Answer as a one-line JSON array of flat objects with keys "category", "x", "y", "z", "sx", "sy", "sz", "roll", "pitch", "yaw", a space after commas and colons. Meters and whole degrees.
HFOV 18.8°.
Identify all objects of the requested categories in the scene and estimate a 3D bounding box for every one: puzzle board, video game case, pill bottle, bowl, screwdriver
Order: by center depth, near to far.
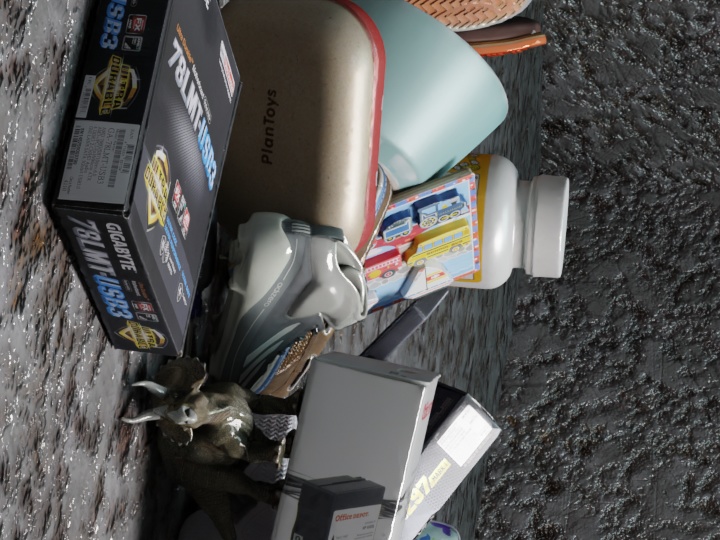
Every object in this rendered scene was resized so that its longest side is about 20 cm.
[{"category": "screwdriver", "x": -0.115, "y": 0.046, "z": 1.490, "sx": 0.029, "sy": 0.028, "sz": 0.201, "roll": -23, "pitch": 125, "yaw": -47}, {"category": "bowl", "x": 0.001, "y": -0.126, "z": 1.665, "sx": 0.105, "sy": 0.200, "sz": 0.201, "roll": -60, "pitch": 164, "yaw": -16}, {"category": "puzzle board", "x": 0.000, "y": 0.000, "z": 1.689, "sx": 0.151, "sy": 0.199, "sz": 0.017, "roll": 80, "pitch": -13, "yaw": -59}, {"category": "video game case", "x": -0.010, "y": 0.091, "z": 1.812, "sx": 0.200, "sy": 0.019, "sz": 0.143, "roll": -46, "pitch": 179, "yaw": 13}, {"category": "pill bottle", "x": 0.071, "y": -0.043, "z": 1.814, "sx": 0.113, "sy": 0.199, "sz": 0.114, "roll": 4, "pitch": 90, "yaw": -83}]

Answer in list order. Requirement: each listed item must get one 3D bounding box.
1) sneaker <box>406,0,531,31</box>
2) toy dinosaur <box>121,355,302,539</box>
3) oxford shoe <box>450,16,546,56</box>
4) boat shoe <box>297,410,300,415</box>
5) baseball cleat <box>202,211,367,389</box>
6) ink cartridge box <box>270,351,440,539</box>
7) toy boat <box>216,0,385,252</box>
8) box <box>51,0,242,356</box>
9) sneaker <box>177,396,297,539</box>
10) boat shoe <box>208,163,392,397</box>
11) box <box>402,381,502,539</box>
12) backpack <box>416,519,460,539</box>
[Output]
[{"category": "sneaker", "x": 0.044, "y": -0.246, "z": 1.774, "sx": 0.071, "sy": 0.199, "sz": 0.080, "roll": 123, "pitch": -39, "yaw": -56}, {"category": "toy dinosaur", "x": -0.097, "y": 0.114, "z": 1.459, "sx": 0.200, "sy": 0.102, "sz": 0.077, "roll": 97, "pitch": 8, "yaw": -62}, {"category": "oxford shoe", "x": 0.059, "y": -0.217, "z": 1.837, "sx": 0.071, "sy": 0.199, "sz": 0.073, "roll": -42, "pitch": 136, "yaw": -84}, {"category": "boat shoe", "x": -0.036, "y": 0.153, "z": 1.936, "sx": 0.201, "sy": 0.071, "sz": 0.066, "roll": -72, "pitch": 161, "yaw": -73}, {"category": "baseball cleat", "x": -0.053, "y": 0.039, "z": 1.492, "sx": 0.200, "sy": 0.106, "sz": 0.070, "roll": 108, "pitch": -13, "yaw": -53}, {"category": "ink cartridge box", "x": -0.010, "y": 0.161, "z": 1.489, "sx": 0.145, "sy": 0.083, "sz": 0.201, "roll": 1, "pitch": 102, "yaw": -85}, {"category": "toy boat", "x": -0.031, "y": -0.104, "z": 1.518, "sx": 0.131, "sy": 0.130, "sz": 0.201, "roll": -26, "pitch": 125, "yaw": -56}, {"category": "box", "x": -0.122, "y": -0.079, "z": 1.289, "sx": 0.200, "sy": 0.049, "sz": 0.200, "roll": 79, "pitch": 20, "yaw": -64}, {"category": "sneaker", "x": -0.085, "y": 0.197, "z": 1.619, "sx": 0.114, "sy": 0.075, "sz": 0.201, "roll": 85, "pitch": 15, "yaw": -53}, {"category": "boat shoe", "x": -0.035, "y": 0.007, "z": 1.601, "sx": 0.072, "sy": 0.072, "sz": 0.200, "roll": 23, "pitch": 106, "yaw": -50}, {"category": "box", "x": 0.002, "y": 0.172, "z": 1.712, "sx": 0.200, "sy": 0.051, "sz": 0.158, "roll": -49, "pitch": -158, "yaw": -11}, {"category": "backpack", "x": -0.005, "y": 0.289, "z": 1.805, "sx": 0.151, "sy": 0.199, "sz": 0.178, "roll": 83, "pitch": 21, "yaw": -43}]
